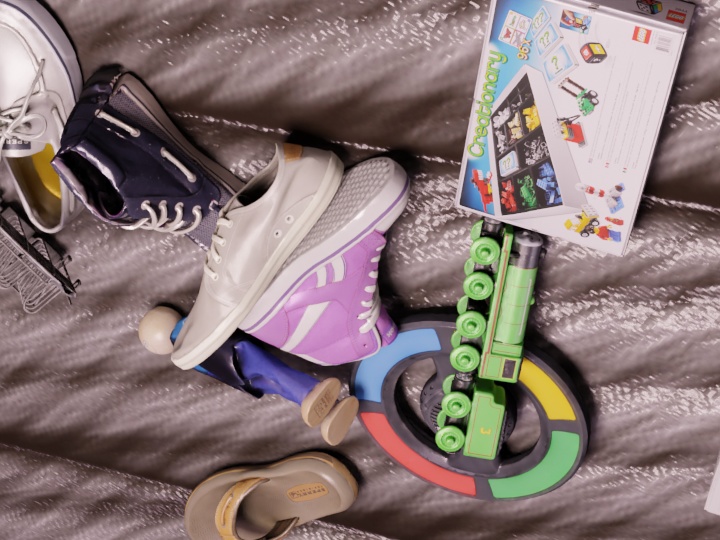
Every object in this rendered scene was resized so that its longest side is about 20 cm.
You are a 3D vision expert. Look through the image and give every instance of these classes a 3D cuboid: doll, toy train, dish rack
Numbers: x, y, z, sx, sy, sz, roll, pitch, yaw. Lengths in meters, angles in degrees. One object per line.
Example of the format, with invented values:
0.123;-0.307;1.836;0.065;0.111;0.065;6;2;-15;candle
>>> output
-0.100;0.072;1.445;0.199;0.049;0.137;23;165;32;doll
0.096;0.052;1.330;0.056;0.042;0.201;9;117;0;toy train
-0.285;-0.029;1.388;0.153;0.055;0.200;45;177;-17;dish rack

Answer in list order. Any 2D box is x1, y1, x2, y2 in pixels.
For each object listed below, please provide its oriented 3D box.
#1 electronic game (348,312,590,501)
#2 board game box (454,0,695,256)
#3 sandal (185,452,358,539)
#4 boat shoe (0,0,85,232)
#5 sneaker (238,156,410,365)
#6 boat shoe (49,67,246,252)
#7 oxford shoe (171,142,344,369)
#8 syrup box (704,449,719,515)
0.085;0.111;1.424;0.199;0.042;0.201;13;135;13;electronic game
0.138;-0.106;1.197;0.126;0.035;0.201;17;136;9;board game box
-0.088;0.214;1.585;0.199;0.054;0.080;-21;119;38;sandal
-0.255;-0.110;1.345;0.074;0.086;0.203;8;134;18;boat shoe
0.000;0.000;1.343;0.114;0.073;0.200;31;133;-18;sneaker
-0.149;-0.050;1.345;0.200;0.093;0.075;44;134;-20;boat shoe
-0.088;-0.015;1.323;0.058;0.075;0.200;30;107;-19;oxford shoe
0.361;0.153;1.303;0.199;0.079;0.082;17;136;10;syrup box
